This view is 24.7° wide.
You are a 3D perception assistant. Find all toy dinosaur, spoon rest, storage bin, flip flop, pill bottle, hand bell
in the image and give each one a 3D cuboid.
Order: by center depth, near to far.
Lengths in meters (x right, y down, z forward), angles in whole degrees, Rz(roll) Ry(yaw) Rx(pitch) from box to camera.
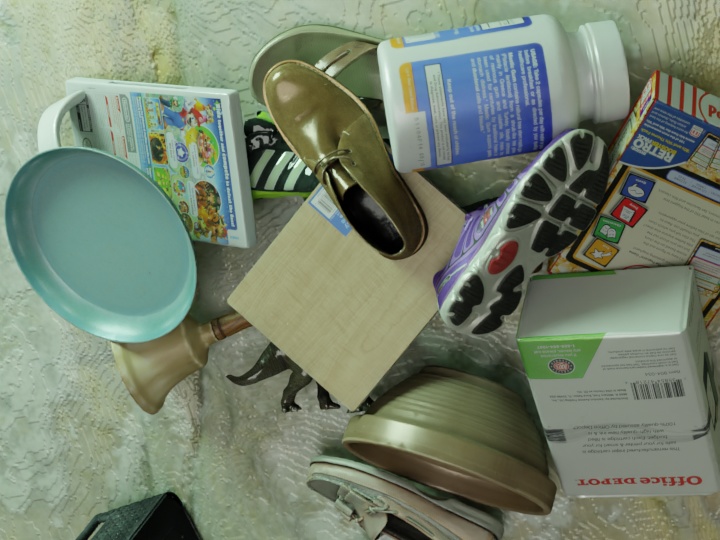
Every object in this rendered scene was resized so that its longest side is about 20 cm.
[{"bbox_3d":[0.118,-0.150,1.365,0.198,0.112,0.113,-9,109,1],"label":"pill bottle"},{"bbox_3d":[-0.005,-0.165,1.440,0.198,0.058,0.082,10,113,13],"label":"flip flop"},{"bbox_3d":[-0.245,-0.062,1.519,0.099,0.060,0.202,-20,96,41],"label":"spoon rest"},{"bbox_3d":[-0.030,0.081,1.548,0.198,0.077,0.104,-2,91,31],"label":"toy dinosaur"},{"bbox_3d":[-0.127,0.052,1.562,0.198,0.104,0.105,-22,103,10],"label":"hand bell"},{"bbox_3d":[-0.207,0.343,1.655,0.093,0.135,0.201,-20,104,23],"label":"storage bin"}]

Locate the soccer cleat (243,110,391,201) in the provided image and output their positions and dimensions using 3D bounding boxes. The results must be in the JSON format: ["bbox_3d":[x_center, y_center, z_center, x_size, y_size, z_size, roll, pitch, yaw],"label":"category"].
[{"bbox_3d":[-0.060,-0.105,1.478,0.198,0.068,0.082,-7,107,22],"label":"soccer cleat"}]

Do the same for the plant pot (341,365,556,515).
[{"bbox_3d":[0.090,0.146,1.489,0.199,0.201,0.094,17,78,10],"label":"plant pot"}]

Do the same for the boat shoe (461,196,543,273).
[{"bbox_3d":[0.070,-0.013,1.470,0.198,0.076,0.075,-7,112,20],"label":"boat shoe"}]

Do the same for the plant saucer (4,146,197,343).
[{"bbox_3d":[-0.231,-0.027,1.489,0.198,0.027,0.202,13,125,19],"label":"plant saucer"}]

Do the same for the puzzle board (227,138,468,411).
[{"bbox_3d":[0.000,0.000,1.434,0.150,0.017,0.200,40,101,4],"label":"puzzle board"}]

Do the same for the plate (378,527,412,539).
[{"bbox_3d":[0.017,0.380,1.640,0.199,0.032,0.200,-35,99,9],"label":"plate"}]

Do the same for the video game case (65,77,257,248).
[{"bbox_3d":[-0.184,-0.100,1.508,0.198,0.018,0.145,9,114,34],"label":"video game case"}]

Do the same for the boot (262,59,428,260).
[{"bbox_3d":[-0.015,-0.095,1.381,0.073,0.075,0.201,-38,87,14],"label":"boot"}]

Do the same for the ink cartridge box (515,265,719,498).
[{"bbox_3d":[0.230,0.100,1.422,0.144,0.084,0.201,-4,131,20],"label":"ink cartridge box"}]

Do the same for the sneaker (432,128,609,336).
[{"bbox_3d":[0.122,-0.043,1.355,0.080,0.084,0.200,27,112,-35],"label":"sneaker"}]

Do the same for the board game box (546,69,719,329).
[{"bbox_3d":[0.265,-0.051,1.372,0.150,0.047,0.201,23,129,-6],"label":"board game box"}]

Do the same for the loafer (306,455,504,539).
[{"bbox_3d":[0.036,0.237,1.568,0.198,0.063,0.072,19,155,6],"label":"loafer"}]
